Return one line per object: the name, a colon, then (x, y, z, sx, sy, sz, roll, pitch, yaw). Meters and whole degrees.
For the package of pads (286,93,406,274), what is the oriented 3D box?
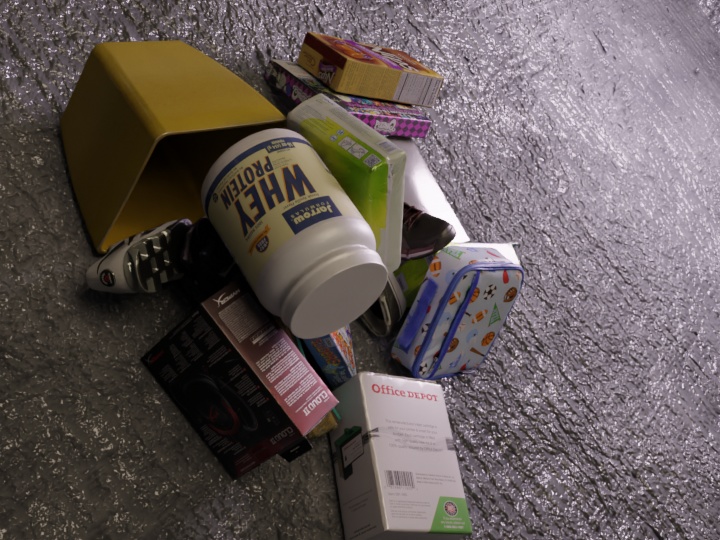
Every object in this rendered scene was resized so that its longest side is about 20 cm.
package of pads: (-0.020, -0.098, 1.223, 0.068, 0.201, 0.154, -34, 57, -29)

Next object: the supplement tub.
supplement tub: (-0.072, -0.040, 1.108, 0.144, 0.145, 0.200, -6, 52, -45)

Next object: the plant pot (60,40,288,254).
plant pot: (-0.244, -0.164, 1.208, 0.199, 0.200, 0.177, -16, 62, -47)

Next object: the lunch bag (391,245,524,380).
lunch bag: (0.130, 0.064, 1.390, 0.160, 0.201, 0.075, -2, 32, -45)

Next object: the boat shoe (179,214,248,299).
boat shoe: (-0.154, -0.049, 1.225, 0.093, 0.074, 0.201, 56, 31, -34)

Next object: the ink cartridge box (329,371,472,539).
ink cartridge box: (0.045, 0.240, 1.260, 0.145, 0.084, 0.201, 14, 54, -37)

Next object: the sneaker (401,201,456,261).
sneaker: (0.034, -0.082, 1.379, 0.076, 0.199, 0.116, -43, 122, -33)

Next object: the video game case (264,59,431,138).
video game case: (-0.018, -0.260, 1.530, 0.199, 0.036, 0.181, -2, 34, -44)

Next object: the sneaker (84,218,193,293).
sneaker: (-0.251, -0.015, 1.178, 0.200, 0.088, 0.075, -26, 107, -72)

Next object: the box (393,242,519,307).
box: (0.141, 0.006, 1.486, 0.199, 0.122, 0.048, 0, 59, -43)

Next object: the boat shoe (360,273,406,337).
boat shoe: (0.000, 0.000, 1.368, 0.201, 0.070, 0.064, 59, 40, -22)

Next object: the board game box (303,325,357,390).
board game box: (-0.046, 0.053, 1.254, 0.200, 0.034, 0.136, 67, 13, -61)

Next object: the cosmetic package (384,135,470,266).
cosmetic package: (0.066, -0.100, 1.522, 0.107, 0.090, 0.201, -16, 71, -48)

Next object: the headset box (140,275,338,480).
headset box: (-0.131, 0.131, 1.125, 0.200, 0.149, 0.075, 52, 42, 0)

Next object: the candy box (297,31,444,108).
candy box: (0.017, -0.307, 1.546, 0.199, 0.057, 0.117, 2, 29, -41)

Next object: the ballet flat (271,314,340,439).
ballet flat: (-0.084, 0.125, 1.188, 0.201, 0.070, 0.071, 67, 31, -33)
